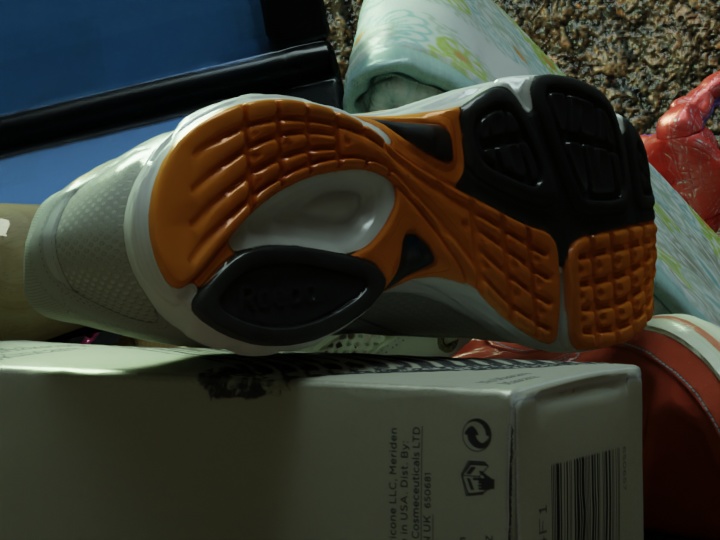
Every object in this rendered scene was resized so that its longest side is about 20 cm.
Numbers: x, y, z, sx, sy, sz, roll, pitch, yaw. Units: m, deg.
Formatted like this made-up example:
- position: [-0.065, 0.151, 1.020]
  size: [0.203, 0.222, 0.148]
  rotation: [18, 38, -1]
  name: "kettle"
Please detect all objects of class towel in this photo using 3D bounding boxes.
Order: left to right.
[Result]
- position: [0.072, -0.027, 0.913]
  size: [0.048, 0.200, 0.171]
  rotation: [-42, 13, 14]
  name: "towel"

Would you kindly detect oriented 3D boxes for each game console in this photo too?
- position: [-0.111, -0.068, 0.833]
  size: [0.199, 0.117, 0.176]
  rotation: [-13, 33, 4]
  name: "game console"

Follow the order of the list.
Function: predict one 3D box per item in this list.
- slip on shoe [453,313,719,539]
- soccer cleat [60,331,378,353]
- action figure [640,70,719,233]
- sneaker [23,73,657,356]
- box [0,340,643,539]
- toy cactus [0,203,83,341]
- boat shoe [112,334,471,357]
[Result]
- position: [0.068, 0.052, 0.751]
  size: [0.061, 0.074, 0.200]
  rotation: [-29, 17, -23]
  name: "slip on shoe"
- position: [-0.058, 0.047, 0.892]
  size: [0.200, 0.086, 0.070]
  rotation: [-25, 19, 47]
  name: "soccer cleat"
- position: [0.119, -0.053, 1.095]
  size: [0.099, 0.066, 0.199]
  rotation: [-27, 20, -39]
  name: "action figure"
- position: [-0.002, -0.013, 0.665]
  size: [0.199, 0.076, 0.092]
  rotation: [3, -6, -44]
  name: "sneaker"
- position: [-0.031, 0.056, 0.643]
  size: [0.199, 0.069, 0.082]
  rotation: [2, 3, 29]
  name: "box"
- position: [-0.137, 0.011, 0.721]
  size: [0.164, 0.201, 0.102]
  rotation: [-10, 43, -30]
  name: "toy cactus"
- position: [-0.013, 0.030, 0.749]
  size: [0.200, 0.069, 0.071]
  rotation: [-35, 30, 6]
  name: "boat shoe"
